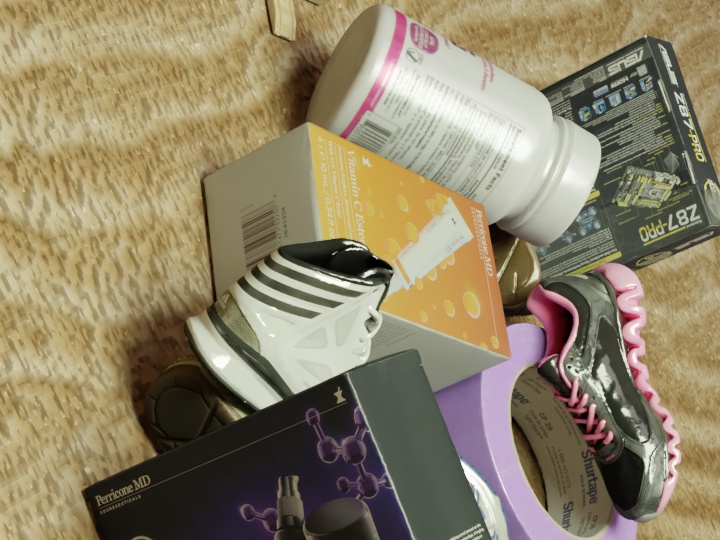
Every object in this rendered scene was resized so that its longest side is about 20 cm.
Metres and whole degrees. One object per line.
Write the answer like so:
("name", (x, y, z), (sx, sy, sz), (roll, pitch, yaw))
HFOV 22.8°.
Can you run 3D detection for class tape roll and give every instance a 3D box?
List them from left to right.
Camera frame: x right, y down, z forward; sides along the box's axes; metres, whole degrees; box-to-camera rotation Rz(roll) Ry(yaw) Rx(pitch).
("tape roll", (0.126, 0.144, 1.330), (0.200, 0.065, 0.201), (33, 44, -39))

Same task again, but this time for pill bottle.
("pill bottle", (0.070, -0.103, 1.317), (0.199, 0.113, 0.114), (27, 45, -17))

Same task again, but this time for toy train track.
("toy train track", (-0.083, -0.240, 1.315), (0.199, 0.032, 0.115), (14, 58, -49))

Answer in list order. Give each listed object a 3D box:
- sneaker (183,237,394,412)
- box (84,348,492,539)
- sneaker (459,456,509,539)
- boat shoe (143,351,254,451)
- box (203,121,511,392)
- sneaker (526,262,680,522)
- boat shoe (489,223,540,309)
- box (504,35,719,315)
("sneaker", (-0.003, 0.057, 1.083), (0.200, 0.115, 0.076), (42, 10, -38))
("box", (-0.037, 0.145, 0.972), (0.079, 0.199, 0.142), (-10, 76, -56))
("sneaker", (0.064, 0.205, 1.192), (0.201, 0.075, 0.088), (58, 34, -10))
("boat shoe", (-0.051, 0.132, 1.090), (0.201, 0.071, 0.076), (59, 21, -8))
("box", (0.000, 0.000, 1.216), (0.200, 0.097, 0.125), (21, 53, -48))
("sneaker", (0.172, 0.091, 1.323), (0.095, 0.079, 0.201), (1, 66, -31))
("boat shoe", (0.084, -0.063, 1.418), (0.065, 0.071, 0.201), (94, -22, -82))
("box", (0.180, -0.072, 1.424), (0.049, 0.199, 0.162), (4, 65, -53))
